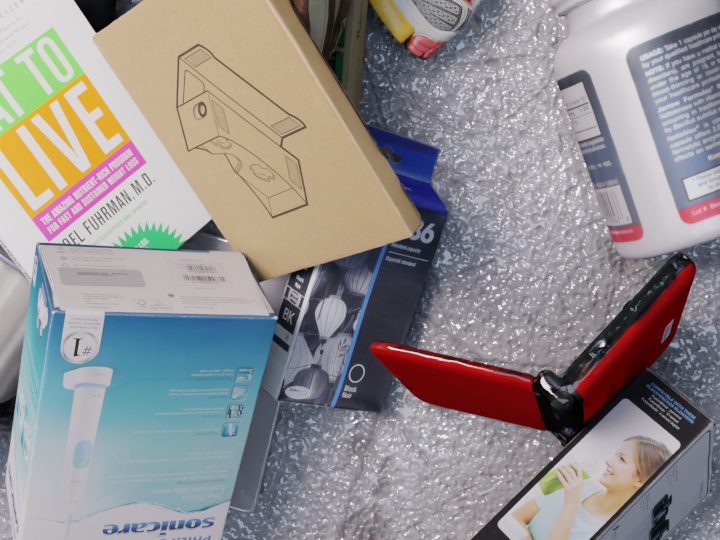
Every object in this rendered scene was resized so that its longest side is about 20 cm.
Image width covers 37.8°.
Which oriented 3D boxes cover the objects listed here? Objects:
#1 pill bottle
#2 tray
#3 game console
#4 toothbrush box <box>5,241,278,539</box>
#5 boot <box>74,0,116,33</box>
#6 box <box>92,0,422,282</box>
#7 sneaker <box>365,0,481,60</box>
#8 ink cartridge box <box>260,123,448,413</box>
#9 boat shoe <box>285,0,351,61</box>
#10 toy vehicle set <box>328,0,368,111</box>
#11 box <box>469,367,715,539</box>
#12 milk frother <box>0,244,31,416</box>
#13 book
[{"bbox_3d":[0.197,-0.122,0.705,0.118,0.120,0.203,-20,94,9],"label":"pill bottle"},{"bbox_3d":[-0.108,0.077,0.814,0.105,0.022,0.204,15,98,6],"label":"tray"},{"bbox_3d":[0.119,0.046,0.702,0.173,0.200,0.119,-46,71,-3],"label":"game console"},{"bbox_3d":[-0.153,0.091,0.709,0.144,0.086,0.203,1,119,-26],"label":"toothbrush box"},{"bbox_3d":[-0.150,-0.215,0.705,0.198,0.065,0.168,11,110,41],"label":"boot"},{"bbox_3d":[-0.069,-0.090,0.666,0.162,0.021,0.202,-15,115,46],"label":"box"},{"bbox_3d":[0.015,-0.251,0.730,0.082,0.078,0.201,-34,101,23],"label":"sneaker"},{"bbox_3d":[0.000,0.000,0.758,0.098,0.039,0.204,11,100,-35],"label":"ink cartridge box"},{"bbox_3d":[-0.037,-0.157,0.674,0.075,0.203,0.075,46,61,8],"label":"boat shoe"},{"bbox_3d":[-0.055,-0.198,0.720,0.122,0.027,0.203,16,124,17],"label":"toy vehicle set"},{"bbox_3d":[0.151,0.175,0.712,0.199,0.117,0.060,-41,54,-12],"label":"box"},{"bbox_3d":[-0.327,0.037,0.747,0.179,0.200,0.189,37,99,5],"label":"milk frother"},{"bbox_3d":[-0.205,-0.078,0.712,0.133,0.048,0.201,-43,114,-21],"label":"book"}]
